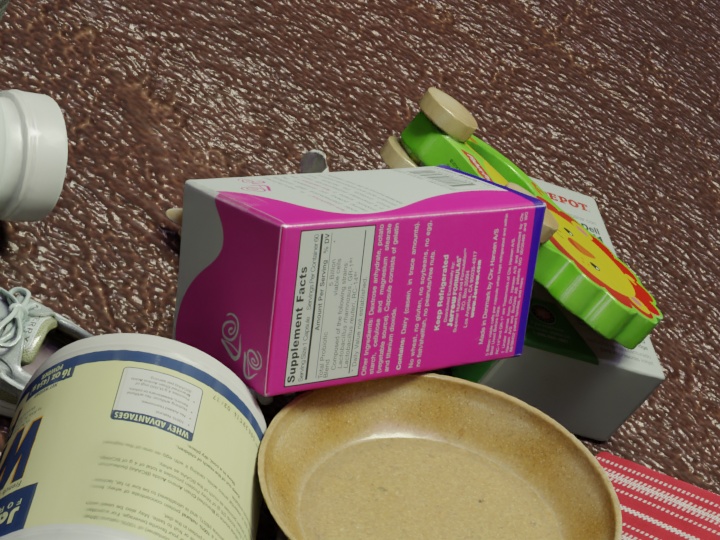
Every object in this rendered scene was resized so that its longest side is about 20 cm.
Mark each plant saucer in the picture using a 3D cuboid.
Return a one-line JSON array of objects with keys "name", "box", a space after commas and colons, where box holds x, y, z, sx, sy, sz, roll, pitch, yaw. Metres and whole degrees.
[{"name": "plant saucer", "box": [0.040, 0.128, 0.853, 0.198, 0.036, 0.201, 9, 32, -5]}]

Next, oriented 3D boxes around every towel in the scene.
[{"name": "towel", "box": [0.128, 0.184, 0.940, 0.199, 0.023, 0.144, -32, 30, -29]}]

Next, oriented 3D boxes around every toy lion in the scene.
[{"name": "toy lion", "box": [0.128, -0.028, 1.143, 0.191, 0.069, 0.200, 24, 23, -41]}]

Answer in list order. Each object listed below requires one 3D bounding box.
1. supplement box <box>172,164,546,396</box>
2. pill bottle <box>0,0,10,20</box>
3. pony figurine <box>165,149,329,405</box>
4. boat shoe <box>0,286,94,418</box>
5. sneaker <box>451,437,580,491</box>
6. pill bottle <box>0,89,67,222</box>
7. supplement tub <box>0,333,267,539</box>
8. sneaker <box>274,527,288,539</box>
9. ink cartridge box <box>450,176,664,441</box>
[{"name": "supplement box", "box": [0.000, 0.000, 0.934, 0.199, 0.104, 0.101, -4, 19, -38]}, {"name": "pill bottle", "box": [-0.280, -0.191, 1.013, 0.113, 0.200, 0.114, 23, 38, -19]}, {"name": "pony figurine", "box": [-0.025, 0.001, 1.085, 0.198, 0.168, 0.193, 15, 9, -22]}, {"name": "boat shoe", "box": [-0.175, 0.058, 0.940, 0.201, 0.065, 0.075, 35, 35, -3]}, {"name": "sneaker", "box": [0.056, 0.132, 0.966, 0.075, 0.198, 0.083, -64, 142, -58]}, {"name": "pill bottle", "box": [-0.285, -0.076, 0.958, 0.199, 0.111, 0.112, 3, 47, -37]}, {"name": "supplement tub", "box": [-0.127, 0.147, 0.814, 0.144, 0.145, 0.201, 26, 37, -15]}, {"name": "sneaker", "box": [0.000, 0.196, 0.869, 0.117, 0.074, 0.200, 11, 11, 1]}, {"name": "ink cartridge box", "box": [0.133, 0.019, 1.231, 0.146, 0.083, 0.201, 15, 40, -29]}]
